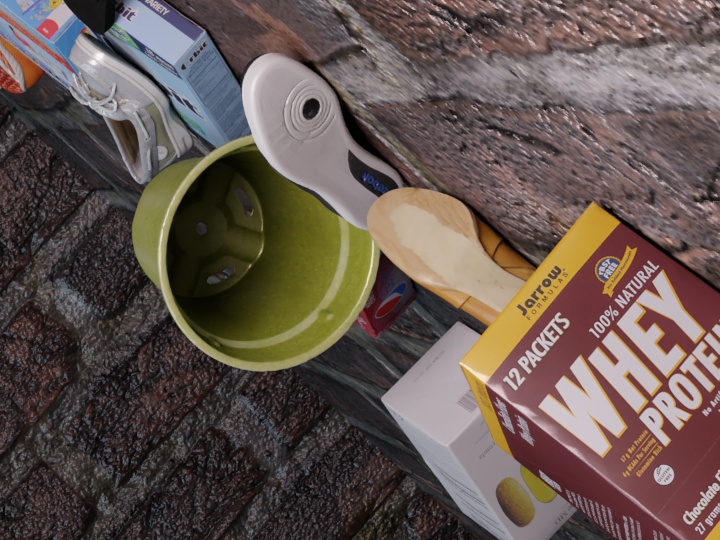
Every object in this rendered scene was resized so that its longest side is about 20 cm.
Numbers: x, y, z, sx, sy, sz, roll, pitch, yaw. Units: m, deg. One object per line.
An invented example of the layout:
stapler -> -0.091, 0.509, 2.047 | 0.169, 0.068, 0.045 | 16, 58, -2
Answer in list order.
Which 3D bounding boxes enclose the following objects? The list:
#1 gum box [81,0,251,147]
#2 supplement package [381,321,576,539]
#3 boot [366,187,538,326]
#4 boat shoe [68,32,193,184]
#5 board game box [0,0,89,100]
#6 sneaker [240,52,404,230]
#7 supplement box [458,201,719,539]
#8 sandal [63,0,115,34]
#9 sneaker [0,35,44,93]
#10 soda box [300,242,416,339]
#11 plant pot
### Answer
gum box -> -0.179, -0.193, 1.762 | 0.170, 0.045, 0.200 | 38, 171, 24
supplement package -> 0.129, 0.167, 1.929 | 0.109, 0.114, 0.200 | 33, 163, 48
boot -> 0.100, 0.023, 1.501 | 0.201, 0.071, 0.144 | 30, 164, 33
boat shoe -> -0.213, -0.144, 1.789 | 0.074, 0.065, 0.202 | 37, 171, 24
board game box -> -0.332, -0.260, 2.081 | 0.200, 0.056, 0.196 | 38, 171, 25
sneaker -> -0.057, -0.107, 1.537 | 0.112, 0.073, 0.200 | 31, 169, 44
supplement box -> 0.188, 0.094, 1.249 | 0.200, 0.133, 0.197 | 38, 171, 20
sandal -> -0.226, -0.244, 1.585 | 0.075, 0.045, 0.200 | 43, 156, 14
sneaker -> -0.414, -0.297, 2.244 | 0.073, 0.077, 0.200 | 12, 138, 37
soda box -> 0.000, 0.000, 1.885 | 0.070, 0.063, 0.200 | 39, 171, 16
plant pot -> -0.111, -0.026, 1.737 | 0.200, 0.201, 0.184 | 45, 168, -23
